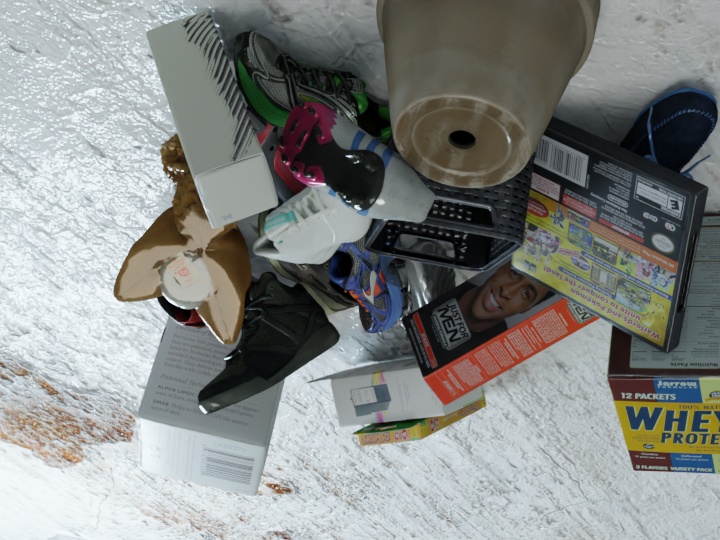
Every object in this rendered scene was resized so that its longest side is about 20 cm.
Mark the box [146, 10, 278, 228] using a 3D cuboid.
[{"bbox_3d":[-0.141,-0.144,1.174,0.068,0.201,0.082,-20,146,-5],"label":"box"}]

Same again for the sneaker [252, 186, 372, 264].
[{"bbox_3d":[-0.052,-0.053,1.263,0.088,0.076,0.200,-5,158,-25],"label":"sneaker"}]

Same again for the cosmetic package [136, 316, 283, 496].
[{"bbox_3d":[-0.185,0.155,1.624,0.164,0.201,0.165,13,146,-2],"label":"cosmetic package"}]

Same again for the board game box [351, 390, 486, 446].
[{"bbox_3d":[0.078,0.194,1.631,0.095,0.030,0.199,-12,179,33],"label":"board game box"}]

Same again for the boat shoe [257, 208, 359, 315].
[{"bbox_3d":[-0.052,-0.014,1.456,0.065,0.072,0.201,-9,145,22],"label":"boat shoe"}]

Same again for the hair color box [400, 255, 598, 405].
[{"bbox_3d":[0.152,0.052,1.375,0.199,0.102,0.061,-31,132,9],"label":"hair color box"}]

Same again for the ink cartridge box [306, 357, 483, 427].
[{"bbox_3d":[0.043,0.154,1.612,0.199,0.068,0.117,-11,180,32],"label":"ink cartridge box"}]

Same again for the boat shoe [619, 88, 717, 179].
[{"bbox_3d":[0.284,-0.095,1.214,0.084,0.069,0.200,18,146,-7],"label":"boat shoe"}]

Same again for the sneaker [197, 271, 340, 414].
[{"bbox_3d":[-0.121,0.077,1.404,0.076,0.199,0.115,-24,98,55],"label":"sneaker"}]

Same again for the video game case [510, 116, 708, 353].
[{"bbox_3d":[0.234,-0.039,1.214,0.199,0.025,0.182,31,135,36],"label":"video game case"}]

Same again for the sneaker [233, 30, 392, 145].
[{"bbox_3d":[-0.043,-0.178,1.221,0.085,0.079,0.199,-28,138,36],"label":"sneaker"}]

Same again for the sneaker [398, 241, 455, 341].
[{"bbox_3d":[0.069,0.041,1.483,0.081,0.075,0.201,7,143,19],"label":"sneaker"}]

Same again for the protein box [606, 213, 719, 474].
[{"bbox_3d":[0.349,0.080,1.324,0.134,0.201,0.199,-1,144,21],"label":"protein box"}]

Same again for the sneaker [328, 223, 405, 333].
[{"bbox_3d":[0.000,0.000,1.426,0.078,0.075,0.201,-22,137,-14],"label":"sneaker"}]

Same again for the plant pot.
[{"bbox_3d":[0.100,-0.174,1.074,0.198,0.175,0.201,8,145,6],"label":"plant pot"}]

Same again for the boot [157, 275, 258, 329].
[{"bbox_3d":[-0.141,0.057,1.476,0.199,0.144,0.073,31,113,3],"label":"boot"}]

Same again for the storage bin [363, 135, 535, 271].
[{"bbox_3d":[0.083,-0.067,1.234,0.134,0.095,0.200,10,170,-5],"label":"storage bin"}]

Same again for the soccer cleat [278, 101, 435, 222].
[{"bbox_3d":[-0.006,-0.092,1.127,0.086,0.200,0.070,19,105,-34],"label":"soccer cleat"}]

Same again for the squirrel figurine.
[{"bbox_3d":[-0.168,-0.056,1.363,0.140,0.187,0.201,16,118,-2],"label":"squirrel figurine"}]

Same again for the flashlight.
[{"bbox_3d":[-0.081,-0.120,1.320,0.067,0.068,0.200,12,156,39],"label":"flashlight"}]
